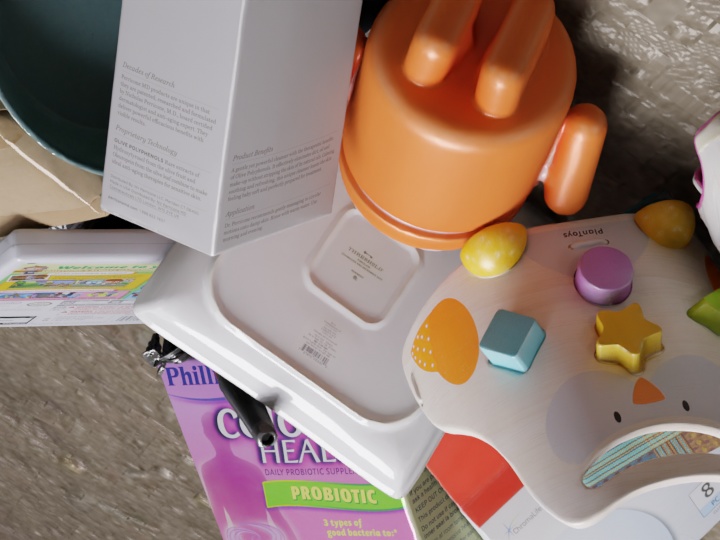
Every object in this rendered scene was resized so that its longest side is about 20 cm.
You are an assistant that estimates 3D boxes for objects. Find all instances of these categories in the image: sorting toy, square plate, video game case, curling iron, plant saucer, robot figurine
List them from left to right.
[{"bbox_3d":[-0.149,0.005,1.361,0.200,0.022,0.182,0,167,-28],"label":"video game case"},{"bbox_3d":[-0.129,-0.150,1.182,0.036,0.200,0.200,8,145,52],"label":"plant saucer"},{"bbox_3d":[-0.086,0.070,1.350,0.026,0.050,0.200,56,171,-28],"label":"curling iron"},{"bbox_3d":[0.000,0.000,1.298,0.200,0.198,0.028,36,165,-9],"label":"square plate"},{"bbox_3d":[0.052,-0.084,1.198,0.144,0.117,0.200,-10,156,-15],"label":"robot figurine"},{"bbox_3d":[0.143,0.062,1.186,0.200,0.180,0.107,-9,135,-12],"label":"sorting toy"}]

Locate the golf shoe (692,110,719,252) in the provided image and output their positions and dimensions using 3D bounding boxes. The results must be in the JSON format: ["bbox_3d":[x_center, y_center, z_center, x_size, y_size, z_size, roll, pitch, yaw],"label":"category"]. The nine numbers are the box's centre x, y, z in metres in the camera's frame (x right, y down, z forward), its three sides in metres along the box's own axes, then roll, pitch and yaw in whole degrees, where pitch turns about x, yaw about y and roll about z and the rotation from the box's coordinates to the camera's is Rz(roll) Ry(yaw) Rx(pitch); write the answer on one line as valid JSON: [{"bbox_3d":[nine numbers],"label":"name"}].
[{"bbox_3d":[0.227,-0.019,1.200,0.092,0.075,0.200,42,163,30],"label":"golf shoe"}]

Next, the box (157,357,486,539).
[{"bbox_3d":[-0.013,0.124,1.447,0.176,0.097,0.200,-4,111,41],"label":"box"}]

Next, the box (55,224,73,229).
[{"bbox_3d":[-0.141,-0.058,1.506,0.193,0.048,0.200,21,150,12],"label":"box"}]

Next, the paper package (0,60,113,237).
[{"bbox_3d":[-0.186,-0.118,1.295,0.103,0.191,0.200,46,151,-27],"label":"paper package"}]

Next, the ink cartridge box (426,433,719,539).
[{"bbox_3d":[0.146,0.127,1.404,0.200,0.160,0.047,53,172,-36],"label":"ink cartridge box"}]

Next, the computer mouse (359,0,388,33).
[{"bbox_3d":[-0.013,-0.188,1.179,0.059,0.034,0.200,24,151,14],"label":"computer mouse"}]

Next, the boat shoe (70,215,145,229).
[{"bbox_3d":[-0.153,-0.027,1.445,0.200,0.067,0.057,-15,145,43],"label":"boat shoe"}]

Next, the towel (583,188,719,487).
[{"bbox_3d":[0.162,0.052,1.323,0.147,0.022,0.200,-30,128,11],"label":"towel"}]

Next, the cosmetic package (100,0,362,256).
[{"bbox_3d":[-0.060,-0.121,1.120,0.085,0.108,0.200,22,115,31],"label":"cosmetic package"}]
